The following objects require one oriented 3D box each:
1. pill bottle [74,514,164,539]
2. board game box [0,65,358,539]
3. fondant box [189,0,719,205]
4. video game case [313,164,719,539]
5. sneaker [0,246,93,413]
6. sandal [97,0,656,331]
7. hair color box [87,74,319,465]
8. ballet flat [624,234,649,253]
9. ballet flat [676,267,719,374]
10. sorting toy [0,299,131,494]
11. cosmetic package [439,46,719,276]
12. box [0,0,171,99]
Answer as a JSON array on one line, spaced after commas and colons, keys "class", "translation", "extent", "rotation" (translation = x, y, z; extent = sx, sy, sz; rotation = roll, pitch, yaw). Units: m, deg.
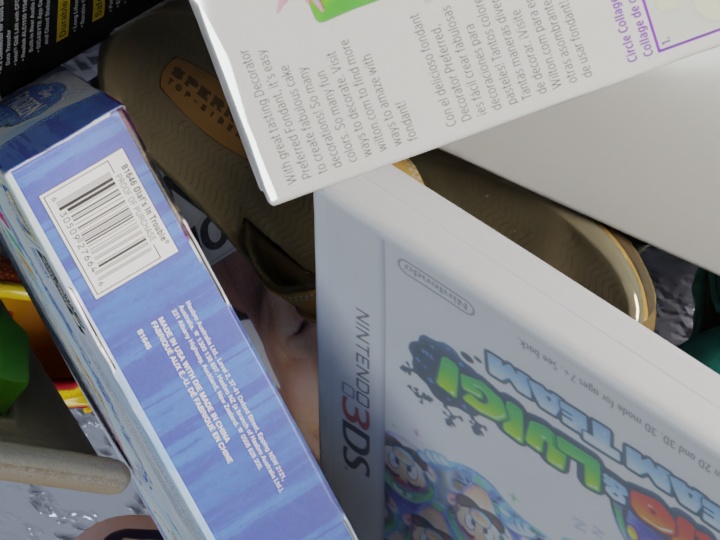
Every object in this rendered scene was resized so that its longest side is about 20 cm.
[{"class": "pill bottle", "translation": [-0.057, 0.150, 1.051], "extent": [0.200, 0.120, 0.120], "rotation": [1, 141, 25]}, {"class": "board game box", "translation": [-0.061, 0.032, 0.887], "extent": [0.200, 0.043, 0.199], "rotation": [63, 170, -16]}, {"class": "fondant box", "translation": [0.043, -0.121, 0.749], "extent": [0.200, 0.058, 0.145], "rotation": [-20, 111, 1]}, {"class": "video game case", "translation": [0.068, 0.074, 0.814], "extent": [0.200, 0.024, 0.182], "rotation": [34, 150, 22]}, {"class": "sneaker", "translation": [-0.087, 0.027, 1.048], "extent": [0.200, 0.077, 0.073], "rotation": [-2, 116, -23]}, {"class": "sandal", "translation": [-0.005, -0.018, 0.871], "extent": [0.200, 0.054, 0.080], "rotation": [35, 113, 12]}, {"class": "hair color box", "translation": [0.000, 0.000, 0.941], "extent": [0.100, 0.061, 0.200], "rotation": [-32, 90, 32]}, {"class": "ballet flat", "translation": [0.042, -0.017, 0.992], "extent": [0.200, 0.073, 0.073], "rotation": [-15, 133, 35]}, {"class": "ballet flat", "translation": [0.135, 0.035, 0.912], "extent": [0.067, 0.200, 0.070], "rotation": [-23, 104, 21]}, {"class": "sorting toy", "translation": [-0.179, -0.007, 0.911], "extent": [0.185, 0.200, 0.037], "rotation": [14, 118, -49]}, {"class": "cosmetic package", "translation": [0.087, -0.077, 0.852], "extent": [0.200, 0.081, 0.113], "rotation": [26, 118, -7]}, {"class": "box", "translation": [-0.096, -0.139, 0.792], "extent": [0.049, 0.160, 0.200], "rotation": [39, 144, 27]}]
